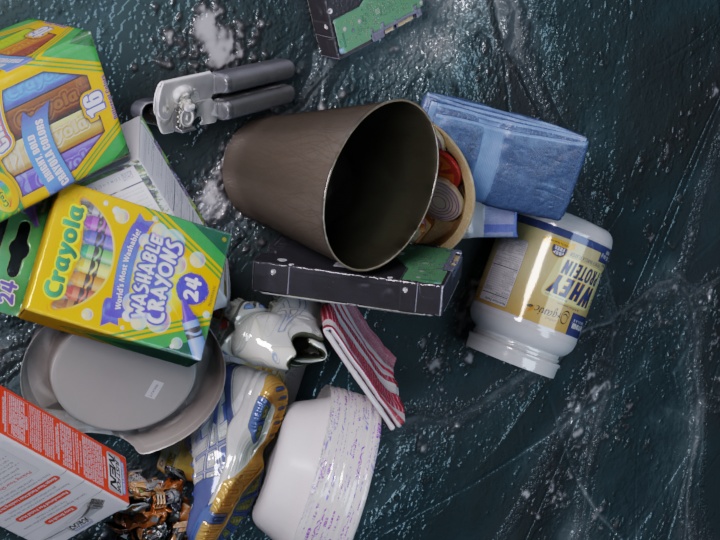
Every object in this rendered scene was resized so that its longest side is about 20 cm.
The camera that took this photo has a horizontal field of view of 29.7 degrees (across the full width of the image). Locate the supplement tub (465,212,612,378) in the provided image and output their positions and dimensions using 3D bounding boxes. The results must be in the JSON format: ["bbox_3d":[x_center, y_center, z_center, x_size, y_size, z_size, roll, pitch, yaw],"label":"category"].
[{"bbox_3d":[0.225,0.024,1.738,0.144,0.144,0.201,20,91,-44],"label":"supplement tub"}]

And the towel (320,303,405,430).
[{"bbox_3d":[0.000,0.083,1.508,0.023,0.200,0.144,-33,106,7],"label":"towel"}]

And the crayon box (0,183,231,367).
[{"bbox_3d":[-0.230,0.000,1.250,0.199,0.052,0.127,17,73,-17],"label":"crayon box"}]

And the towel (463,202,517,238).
[{"bbox_3d":[0.087,-0.105,1.572,0.198,0.024,0.148,0,109,-1],"label":"towel"}]

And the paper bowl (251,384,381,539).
[{"bbox_3d":[-0.053,0.224,1.488,0.104,0.201,0.202,18,92,-7],"label":"paper bowl"}]

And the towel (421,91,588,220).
[{"bbox_3d":[0.151,-0.126,1.530,0.199,0.049,0.112,13,111,-8],"label":"towel"}]

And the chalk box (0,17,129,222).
[{"bbox_3d":[-0.330,-0.125,1.198,0.199,0.124,0.125,-32,124,-32],"label":"chalk box"}]

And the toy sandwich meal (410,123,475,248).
[{"bbox_3d":[0.029,-0.081,1.503,0.070,0.204,0.206,-48,136,-53],"label":"toy sandwich meal"}]

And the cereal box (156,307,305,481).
[{"bbox_3d":[-0.136,0.140,1.523,0.143,0.039,0.201,15,95,-44],"label":"cereal box"}]

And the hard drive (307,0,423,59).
[{"bbox_3d":[-0.006,-0.348,1.474,0.139,0.038,0.201,-33,124,-29],"label":"hard drive"}]

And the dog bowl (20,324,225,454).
[{"bbox_3d":[-0.235,0.091,1.349,0.199,0.059,0.201,-6,125,-9],"label":"dog bowl"}]

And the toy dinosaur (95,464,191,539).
[{"bbox_3d":[-0.217,0.279,1.453,0.200,0.102,0.136,43,76,-42],"label":"toy dinosaur"}]

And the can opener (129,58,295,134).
[{"bbox_3d":[-0.151,-0.183,1.398,0.200,0.067,0.054,-24,120,-50],"label":"can opener"}]

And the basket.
[{"bbox_3d":[-0.041,-0.098,1.409,0.136,0.199,0.181,39,73,-39],"label":"basket"}]

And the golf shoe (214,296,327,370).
[{"bbox_3d":[-0.072,0.073,1.437,0.200,0.097,0.079,-16,132,-65],"label":"golf shoe"}]

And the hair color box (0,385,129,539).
[{"bbox_3d":[-0.331,0.189,1.313,0.111,0.064,0.200,-31,135,19],"label":"hair color box"}]

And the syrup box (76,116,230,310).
[{"bbox_3d":[-0.207,-0.043,1.351,0.078,0.082,0.201,-21,127,9],"label":"syrup box"}]

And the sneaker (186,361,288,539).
[{"bbox_3d":[-0.149,0.195,1.451,0.201,0.088,0.075,-68,156,-1],"label":"sneaker"}]

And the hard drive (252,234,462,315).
[{"bbox_3d":[0.000,0.000,1.427,0.140,0.198,0.038,-56,151,-69],"label":"hard drive"}]
